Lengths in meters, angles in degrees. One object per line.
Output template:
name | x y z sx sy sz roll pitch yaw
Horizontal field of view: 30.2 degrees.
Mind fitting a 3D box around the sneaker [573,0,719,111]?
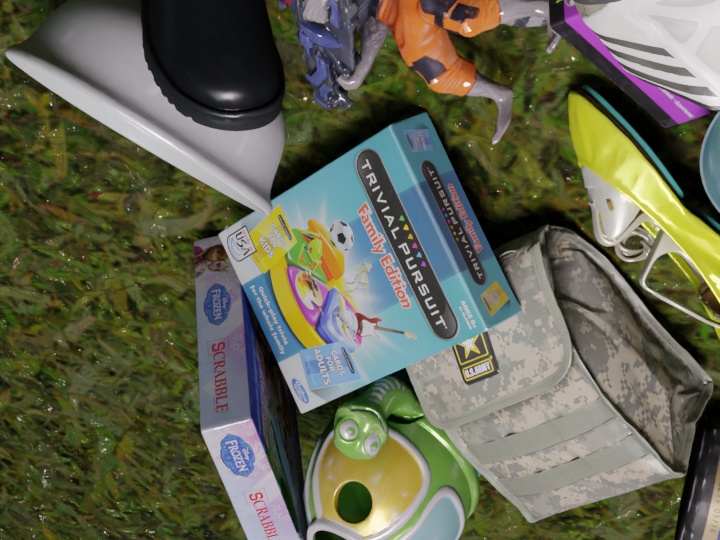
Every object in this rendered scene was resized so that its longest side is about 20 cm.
sneaker | 0.195 -0.146 0.623 0.199 0.076 0.115 -15 127 43

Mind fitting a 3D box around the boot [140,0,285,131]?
boot | -0.087 -0.202 0.740 0.075 0.202 0.169 -9 146 -18

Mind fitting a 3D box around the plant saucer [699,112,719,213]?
plant saucer | 0.297 -0.072 0.765 0.197 0.028 0.201 8 145 5

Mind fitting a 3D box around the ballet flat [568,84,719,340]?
ballet flat | 0.189 -0.027 0.846 0.200 0.067 0.067 44 94 -5

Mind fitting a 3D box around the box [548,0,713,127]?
box | 0.221 -0.147 0.718 0.198 0.037 0.142 -15 152 35

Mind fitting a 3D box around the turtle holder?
turtle holder | 0.023 0.168 1.043 0.140 0.132 0.186 37 146 2

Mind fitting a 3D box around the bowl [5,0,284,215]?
bowl | -0.123 -0.125 0.873 0.200 0.091 0.201 30 177 2

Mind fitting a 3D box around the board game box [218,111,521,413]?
board game box | 0.000 0.000 0.958 0.199 0.047 0.152 -28 87 43

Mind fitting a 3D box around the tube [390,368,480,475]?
tube | 0.033 0.101 1.108 0.077 0.051 0.201 -15 124 40

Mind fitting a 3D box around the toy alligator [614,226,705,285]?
toy alligator | 0.267 0.014 0.906 0.198 0.060 0.054 23 -176 10

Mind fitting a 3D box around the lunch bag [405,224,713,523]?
lunch bag | 0.131 0.072 0.980 0.200 0.118 0.163 46 137 -14

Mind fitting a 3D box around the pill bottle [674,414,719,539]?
pill bottle | 0.344 0.182 1.000 0.197 0.113 0.113 12 139 13

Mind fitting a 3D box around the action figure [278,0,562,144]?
action figure | 0.021 -0.159 0.824 0.192 0.105 0.200 30 167 1

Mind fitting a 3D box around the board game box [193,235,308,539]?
board game box | -0.085 0.110 1.055 0.041 0.201 0.201 -12 134 3
